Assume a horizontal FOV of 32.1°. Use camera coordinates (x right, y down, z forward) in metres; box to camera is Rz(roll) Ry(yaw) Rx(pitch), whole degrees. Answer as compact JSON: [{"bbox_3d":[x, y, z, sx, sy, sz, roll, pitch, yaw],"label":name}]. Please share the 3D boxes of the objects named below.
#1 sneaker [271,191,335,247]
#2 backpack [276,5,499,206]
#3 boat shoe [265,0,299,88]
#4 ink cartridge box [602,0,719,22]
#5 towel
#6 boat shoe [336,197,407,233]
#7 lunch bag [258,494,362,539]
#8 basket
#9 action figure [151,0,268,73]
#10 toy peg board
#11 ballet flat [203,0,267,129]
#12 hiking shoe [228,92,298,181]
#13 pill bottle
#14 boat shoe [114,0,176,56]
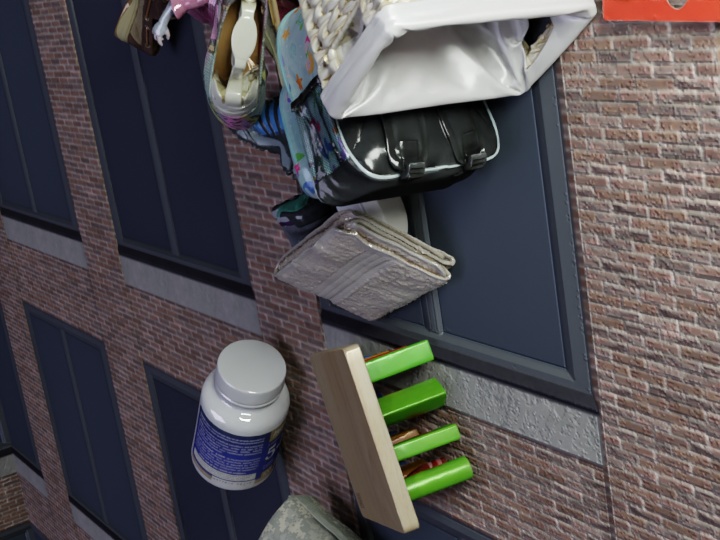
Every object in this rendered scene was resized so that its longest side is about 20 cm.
[{"bbox_3d":[-0.046,-0.044,1.384,0.088,0.074,0.200,64,176,-7],"label":"sneaker"},{"bbox_3d":[0.013,-0.164,1.131,0.150,0.177,0.200,-22,82,56],"label":"backpack"},{"bbox_3d":[-0.053,-0.229,1.309,0.200,0.074,0.066,56,152,27],"label":"boat shoe"},{"bbox_3d":[0.203,-0.272,0.877,0.162,0.050,0.200,18,118,56],"label":"ink cartridge box"},{"bbox_3d":[0.000,0.000,1.305,0.200,0.132,0.035,-35,32,61],"label":"towel"},{"bbox_3d":[-0.017,-0.104,1.265,0.068,0.072,0.200,-10,129,26],"label":"boat shoe"},{"bbox_3d":[-0.047,0.397,1.578,0.200,0.139,0.168,34,116,44],"label":"lunch bag"},{"bbox_3d":[0.062,-0.215,1.003,0.136,0.200,0.124,-48,58,57],"label":"basket"},{"bbox_3d":[-0.155,-0.309,1.417,0.200,0.134,0.149,43,114,57],"label":"action figure"},{"bbox_3d":[0.036,0.170,1.382,0.199,0.098,0.200,155,97,-76],"label":"toy peg board"},{"bbox_3d":[-0.129,-0.221,1.318,0.071,0.069,0.200,-99,14,-50],"label":"ballet flat"},{"bbox_3d":[-0.081,-0.171,1.409,0.200,0.074,0.087,37,118,41],"label":"hiking shoe"},{"bbox_3d":[-0.157,0.190,1.669,0.120,0.120,0.200,52,145,31],"label":"pill bottle"},{"bbox_3d":[-0.252,-0.352,1.603,0.072,0.072,0.200,38,134,-1],"label":"boat shoe"}]
